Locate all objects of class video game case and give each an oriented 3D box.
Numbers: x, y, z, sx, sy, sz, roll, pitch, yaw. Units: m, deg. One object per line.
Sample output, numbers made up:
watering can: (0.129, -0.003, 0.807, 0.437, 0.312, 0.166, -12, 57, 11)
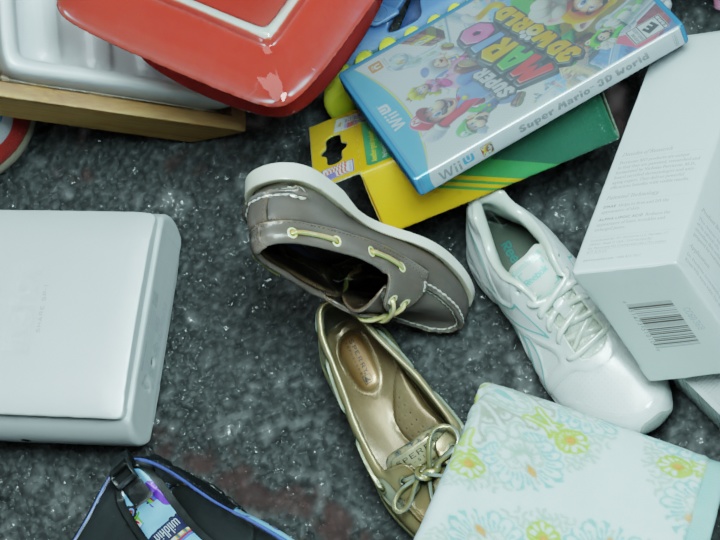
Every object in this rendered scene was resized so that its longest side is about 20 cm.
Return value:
video game case: (0.097, -0.139, 1.686, 0.199, 0.018, 0.143, -30, 40, -3)

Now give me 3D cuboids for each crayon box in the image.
crayon box: (0.067, -0.092, 1.733, 0.199, 0.052, 0.126, -22, 22, 6)

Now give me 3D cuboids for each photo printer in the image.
photo printer: (-0.233, 0.038, 1.791, 0.198, 0.069, 0.168, 2, 68, 17)

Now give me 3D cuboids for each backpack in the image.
backpack: (-0.101, 0.236, 1.631, 0.199, 0.135, 0.183, 26, 76, 25)

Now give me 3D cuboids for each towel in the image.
towel: (0.127, 0.159, 1.583, 0.170, 0.048, 0.200, 22, 40, 6)

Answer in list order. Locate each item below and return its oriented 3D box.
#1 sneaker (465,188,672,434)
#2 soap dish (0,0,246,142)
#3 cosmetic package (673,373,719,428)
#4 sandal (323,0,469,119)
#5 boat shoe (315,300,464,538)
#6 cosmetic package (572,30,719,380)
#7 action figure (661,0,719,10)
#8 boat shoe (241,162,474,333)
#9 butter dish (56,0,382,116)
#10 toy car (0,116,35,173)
sneaker: (0.127, 0.028, 1.686, 0.070, 0.080, 0.201, -38, 64, -4)
soap dish: (-0.182, -0.172, 1.812, 0.199, 0.081, 0.158, 7, 62, -30)
cosmetic package: (0.297, 0.025, 1.651, 0.200, 0.051, 0.083, -42, 63, -4)
sandal: (0.054, -0.182, 1.800, 0.199, 0.080, 0.087, -25, 59, 3)
boat shoe: (0.026, 0.106, 1.690, 0.073, 0.063, 0.200, -36, 63, -1)
cosmetic package: (0.218, -0.044, 1.637, 0.081, 0.113, 0.201, -7, 45, 37)
action figure: (0.248, -0.241, 1.734, 0.200, 0.149, 0.134, -40, 68, -19)
boat shoe: (0.000, 0.000, 1.673, 0.072, 0.200, 0.060, -23, 50, 34)
butter dish: (-0.069, -0.179, 1.749, 0.199, 0.148, 0.200, 23, 64, 24)
toy car: (-0.333, -0.158, 1.831, 0.176, 0.200, 0.185, 33, 80, 26)
